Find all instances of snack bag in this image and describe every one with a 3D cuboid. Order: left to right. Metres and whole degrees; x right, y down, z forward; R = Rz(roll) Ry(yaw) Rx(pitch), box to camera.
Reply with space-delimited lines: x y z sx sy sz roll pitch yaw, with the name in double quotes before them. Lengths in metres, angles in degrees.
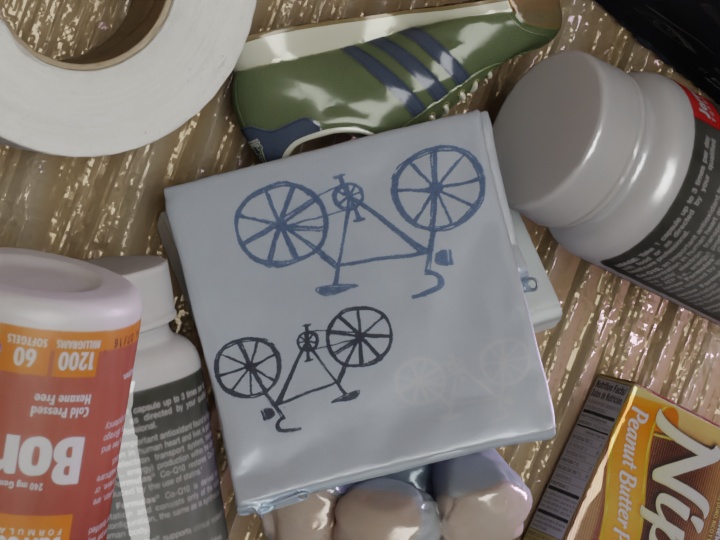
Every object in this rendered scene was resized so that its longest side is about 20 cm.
"snack bag" 0.003 0.022 1.475 0.188 0.021 0.200 -14 72 0

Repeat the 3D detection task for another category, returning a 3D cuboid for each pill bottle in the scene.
"pill bottle" -0.179 0.097 1.373 0.112 0.112 0.200 5 104 -21
"pill bottle" -0.137 0.098 1.480 0.114 0.114 0.200 -11 99 -20
"pill bottle" 0.179 -0.046 1.562 0.200 0.114 0.114 25 86 -33

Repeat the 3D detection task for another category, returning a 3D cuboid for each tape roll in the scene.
"tape roll" -0.161 -0.162 1.470 0.202 0.071 0.203 -2 96 -21

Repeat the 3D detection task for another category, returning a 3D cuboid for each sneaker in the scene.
"sneaker" 0.023 -0.103 1.546 0.200 0.067 0.090 -10 93 -13

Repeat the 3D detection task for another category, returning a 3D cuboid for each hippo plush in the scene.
"hippo plush" 0.019 0.149 1.546 0.159 0.200 0.161 -4 124 1

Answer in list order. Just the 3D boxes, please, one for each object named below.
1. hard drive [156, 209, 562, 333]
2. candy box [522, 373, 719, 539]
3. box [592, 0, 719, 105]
"hard drive" 0.000 0.000 1.541 0.200 0.026 0.132 -18 72 -18
"candy box" 0.160 0.177 1.632 0.115 0.055 0.200 27 85 -21
"box" 0.271 -0.151 1.568 0.197 0.200 0.117 36 82 -21
